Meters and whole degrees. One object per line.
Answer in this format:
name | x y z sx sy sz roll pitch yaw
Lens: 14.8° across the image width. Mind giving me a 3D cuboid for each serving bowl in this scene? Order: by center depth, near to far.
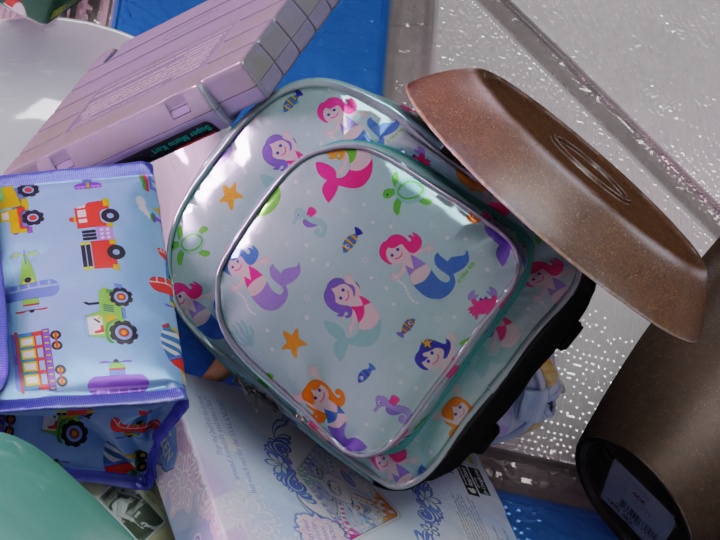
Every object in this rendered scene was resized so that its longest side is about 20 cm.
serving bowl | -0.175 -0.056 1.612 0.200 0.066 0.200 11 47 -12

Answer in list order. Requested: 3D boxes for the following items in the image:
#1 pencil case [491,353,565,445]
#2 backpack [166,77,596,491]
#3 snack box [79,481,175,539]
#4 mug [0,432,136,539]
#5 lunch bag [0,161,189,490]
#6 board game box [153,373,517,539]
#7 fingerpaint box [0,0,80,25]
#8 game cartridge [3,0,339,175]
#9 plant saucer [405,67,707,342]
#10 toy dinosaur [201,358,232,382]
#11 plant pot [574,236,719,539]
pencil case | 0.078 0.018 1.597 0.091 0.083 0.200 1 30 8
backpack | 0.000 0.000 1.445 0.200 0.178 0.151 40 8 15
snack box | -0.174 0.085 1.471 0.200 0.037 0.116 46 43 2
mug | -0.186 0.156 1.312 0.114 0.185 0.152 40 81 23
lunch bag | -0.202 0.027 1.421 0.200 0.094 0.151 1 55 -19
board game box | -0.003 0.146 1.449 0.199 0.043 0.200 17 29 -28
fingerpaint box | -0.157 -0.258 1.685 0.073 0.167 0.200 27 24 5
game cartridge | -0.099 -0.104 1.517 0.038 0.200 0.130 48 45 -22
plant saucer | 0.109 -0.042 1.424 0.200 0.034 0.200 38 12 -10
toy dinosaur | -0.052 0.029 1.604 0.101 0.058 0.200 8 38 6
plant pot | 0.225 0.077 1.585 0.200 0.187 0.187 -37 69 -23
